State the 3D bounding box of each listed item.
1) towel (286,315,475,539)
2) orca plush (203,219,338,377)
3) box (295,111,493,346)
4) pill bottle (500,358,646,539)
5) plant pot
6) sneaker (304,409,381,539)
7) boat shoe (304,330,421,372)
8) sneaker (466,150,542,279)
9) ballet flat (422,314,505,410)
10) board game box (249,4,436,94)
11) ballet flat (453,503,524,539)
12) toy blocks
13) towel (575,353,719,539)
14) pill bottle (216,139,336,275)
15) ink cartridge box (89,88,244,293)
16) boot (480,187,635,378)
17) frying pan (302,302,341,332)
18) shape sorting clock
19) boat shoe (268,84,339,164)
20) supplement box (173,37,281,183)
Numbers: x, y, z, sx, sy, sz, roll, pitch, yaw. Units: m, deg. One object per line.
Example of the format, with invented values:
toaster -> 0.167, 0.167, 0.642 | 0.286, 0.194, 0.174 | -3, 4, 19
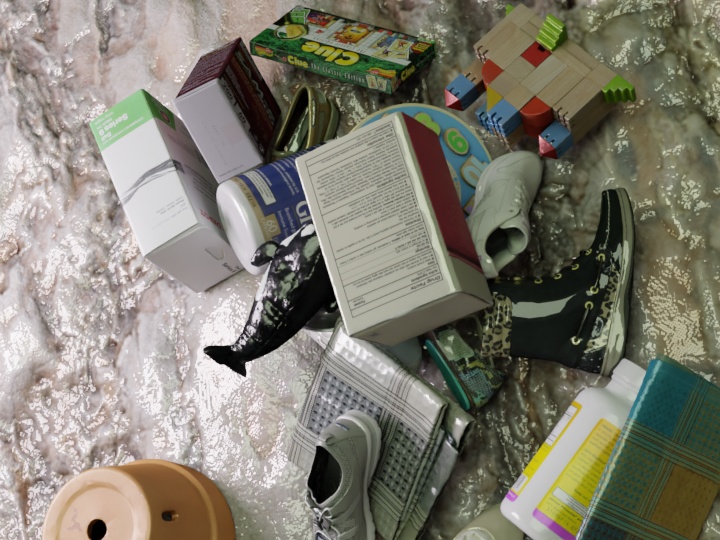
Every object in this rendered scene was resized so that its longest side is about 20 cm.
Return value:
towel -> 0.014, 0.179, 1.699 | 0.200, 0.035, 0.193 | 36, 118, 28
orca plush -> -0.089, 0.027, 1.691 | 0.200, 0.071, 0.105 | -39, 92, 6
box -> 0.035, -0.039, 1.624 | 0.128, 0.109, 0.200 | -23, 73, 19
pill bottle -> 0.236, 0.190, 1.608 | 0.104, 0.104, 0.200 | 35, 88, 29
plant pot -> -0.256, 0.298, 1.761 | 0.200, 0.140, 0.201 | -7, 70, 20
sneaker -> -0.034, 0.246, 1.684 | 0.075, 0.082, 0.201 | 17, 110, 38
boat shoe -> -0.011, 0.072, 1.780 | 0.200, 0.070, 0.071 | 32, 45, 31
sneaker -> 0.157, -0.053, 1.711 | 0.099, 0.075, 0.200 | 1, 43, 42
ballet flat -> 0.086, 0.053, 1.714 | 0.074, 0.074, 0.200 | -33, 93, 10
board game box -> -0.021, -0.263, 1.891 | 0.200, 0.024, 0.105 | 19, 45, 27
ballet flat -> 0.098, 0.323, 1.643 | 0.069, 0.069, 0.200 | 33, 87, 29
toy blocks -> 0.183, -0.196, 1.753 | 0.137, 0.100, 0.200 | -43, 61, -9
towel -> 0.298, 0.196, 1.567 | 0.022, 0.147, 0.200 | 16, 79, 59
pill bottle -> -0.050, -0.081, 1.791 | 0.200, 0.111, 0.111 | -24, 61, -17
ink cartridge box -> -0.222, -0.091, 1.877 | 0.084, 0.146, 0.200 | -30, 63, 10
boot -> 0.207, 0.006, 1.680 | 0.153, 0.073, 0.204 | 5, 77, 4
frying pan -> 0.001, 0.013, 1.764 | 0.190, 0.031, 0.115 | -11, 47, 1
shape sorting clock -> 0.061, -0.084, 1.753 | 0.200, 0.200, 0.039 | -67, 21, -9
boat shoe -> -0.084, -0.121, 1.869 | 0.071, 0.076, 0.200 | 5, 75, 24
supplement box -> -0.150, -0.187, 1.841 | 0.061, 0.200, 0.109 | -25, 109, 12
